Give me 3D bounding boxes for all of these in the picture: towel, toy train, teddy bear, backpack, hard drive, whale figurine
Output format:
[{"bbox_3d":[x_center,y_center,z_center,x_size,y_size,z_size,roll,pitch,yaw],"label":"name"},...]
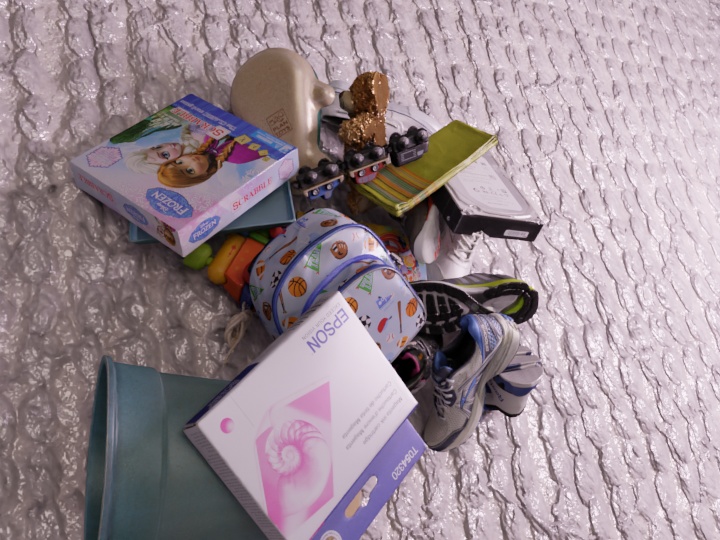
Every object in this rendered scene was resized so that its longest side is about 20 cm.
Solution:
[{"bbox_3d":[0.090,-0.145,0.905,0.199,0.018,0.086,-37,52,-24],"label":"towel"},{"bbox_3d":[0.003,-0.136,0.872,0.197,0.046,0.034,-23,33,-16],"label":"toy train"},{"bbox_3d":[0.000,-0.176,0.949,0.066,0.203,0.145,5,25,21],"label":"teddy bear"},{"bbox_3d":[-0.167,0.004,0.824,0.114,0.085,0.202,27,57,-1],"label":"toy train"},{"bbox_3d":[-0.030,0.034,0.778,0.200,0.153,0.191,-48,123,-15],"label":"backpack"},{"bbox_3d":[0.155,-0.121,0.946,0.137,0.038,0.201,5,39,-25],"label":"hard drive"},{"bbox_3d":[-0.096,-0.205,0.937,0.202,0.158,0.104,63,16,6],"label":"whale figurine"}]

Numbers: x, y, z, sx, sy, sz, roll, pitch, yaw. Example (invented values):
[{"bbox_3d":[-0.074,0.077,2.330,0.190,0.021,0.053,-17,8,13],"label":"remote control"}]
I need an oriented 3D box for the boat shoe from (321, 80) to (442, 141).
[{"bbox_3d":[0.030,-0.222,1.042,0.197,0.074,0.068,20,74,-7],"label":"boat shoe"}]

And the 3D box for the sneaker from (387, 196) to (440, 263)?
[{"bbox_3d":[0.073,-0.077,0.961,0.080,0.078,0.201,-1,35,9],"label":"sneaker"}]

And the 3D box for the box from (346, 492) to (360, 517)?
[{"bbox_3d":[-0.076,0.257,0.781,0.161,0.021,0.203,17,62,-19],"label":"box"}]

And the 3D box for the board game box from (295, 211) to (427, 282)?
[{"bbox_3d":[0.000,0.000,0.933,0.197,0.034,0.137,7,64,-24],"label":"board game box"}]

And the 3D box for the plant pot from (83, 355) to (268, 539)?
[{"bbox_3d":[-0.161,0.191,0.663,0.193,0.200,0.204,6,64,-25],"label":"plant pot"}]

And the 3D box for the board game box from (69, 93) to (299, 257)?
[{"bbox_3d":[-0.213,-0.128,0.827,0.198,0.042,0.199,29,52,24],"label":"board game box"}]

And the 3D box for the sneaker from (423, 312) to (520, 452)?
[{"bbox_3d":[0.117,0.137,0.851,0.084,0.203,0.077,14,17,-32],"label":"sneaker"}]

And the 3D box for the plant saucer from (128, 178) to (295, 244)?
[{"bbox_3d":[-0.181,-0.070,0.822,0.196,0.019,0.071,-7,56,-9],"label":"plant saucer"}]

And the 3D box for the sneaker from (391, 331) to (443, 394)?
[{"bbox_3d":[0.059,0.125,0.863,0.081,0.086,0.200,51,44,0],"label":"sneaker"}]

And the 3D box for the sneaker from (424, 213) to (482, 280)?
[{"bbox_3d":[0.148,-0.056,0.992,0.077,0.099,0.203,23,59,-27],"label":"sneaker"}]

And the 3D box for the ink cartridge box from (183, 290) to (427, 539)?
[{"bbox_3d":[-0.031,0.156,0.633,0.201,0.043,0.196,53,53,-8],"label":"ink cartridge box"}]

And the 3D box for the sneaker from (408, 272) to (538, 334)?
[{"bbox_3d":[0.137,0.040,0.918,0.196,0.081,0.075,1,104,-5],"label":"sneaker"}]

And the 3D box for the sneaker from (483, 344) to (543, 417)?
[{"bbox_3d":[0.186,0.129,0.942,0.079,0.117,0.201,-2,35,-8],"label":"sneaker"}]
